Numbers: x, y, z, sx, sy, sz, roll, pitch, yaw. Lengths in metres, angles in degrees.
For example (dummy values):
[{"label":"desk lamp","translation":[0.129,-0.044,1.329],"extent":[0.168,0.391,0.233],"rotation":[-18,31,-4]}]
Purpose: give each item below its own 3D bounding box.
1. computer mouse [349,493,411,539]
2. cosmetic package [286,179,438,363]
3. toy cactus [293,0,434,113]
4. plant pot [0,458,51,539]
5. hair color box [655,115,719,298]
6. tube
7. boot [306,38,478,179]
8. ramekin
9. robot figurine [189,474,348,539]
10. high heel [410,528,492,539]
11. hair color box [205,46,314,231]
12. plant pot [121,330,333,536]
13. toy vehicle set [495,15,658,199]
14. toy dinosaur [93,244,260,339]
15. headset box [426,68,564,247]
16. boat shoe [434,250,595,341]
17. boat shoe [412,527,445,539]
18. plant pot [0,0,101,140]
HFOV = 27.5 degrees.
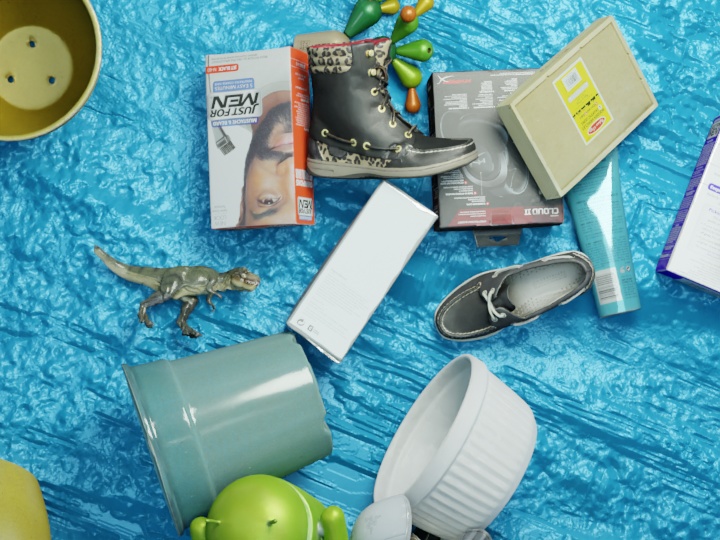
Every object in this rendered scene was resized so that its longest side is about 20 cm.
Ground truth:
[{"label":"computer mouse","translation":[0.000,0.304,1.597],"extent":[0.043,0.201,0.110],"rotation":[12,48,-17]},{"label":"cosmetic package","translation":[0.000,0.000,1.692],"extent":[0.081,0.113,0.201],"rotation":[36,89,-1]},{"label":"toy cactus","translation":[0.003,-0.252,1.716],"extent":[0.163,0.102,0.202],"rotation":[3,98,8]},{"label":"plant pot","translation":[-0.426,0.292,1.643],"extent":[0.198,0.201,0.143],"rotation":[12,59,-2]},{"label":"hair color box","translation":[0.437,-0.072,1.734],"extent":[0.108,0.065,0.202],"rotation":[22,89,-1]},{"label":"tube","translation":[0.285,-0.047,1.738],"extent":[0.077,0.050,0.202],"rotation":[-11,85,-2]},{"label":"boot","translation":[0.029,-0.181,1.644],"extent":[0.198,0.073,0.152],"rotation":[0,103,19]},{"label":"ramekin","translation":[0.111,0.205,1.652],"extent":[0.105,0.200,0.201],"rotation":[32,87,-10]},{"label":"robot figurine","translation":[-0.094,0.284,1.573],"extent":[0.174,0.200,0.117],"rotation":[-5,69,15]},{"label":"high heel","translation":[0.037,0.343,1.576],"extent":[0.199,0.142,0.072],"rotation":[-26,100,38]},{"label":"hair color box","translation":[-0.116,-0.150,1.699],"extent":[0.110,0.064,0.202],"rotation":[-3,89,19]},{"label":"plant pot","translation":[-0.144,0.168,1.649],"extent":[0.194,0.200,0.202],"rotation":[-19,89,-10]},{"label":"toy vehicle set","translation":[0.251,-0.188,1.688],"extent":[0.200,0.026,0.125],"rotation":[-41,109,-29]},{"label":"toy dinosaur","translation":[-0.218,0.028,1.715],"extent":[0.198,0.048,0.089],"rotation":[8,74,-2]},{"label":"headset box","translation":[0.156,-0.129,1.718],"extent":[0.147,0.077,0.202],"rotation":[-3,89,-2]},{"label":"boat shoe","translation":[0.177,0.031,1.709],"extent":[0.198,0.060,0.075],"rotation":[-18,90,10]},{"label":"boat shoe","translation":[0.028,0.365,1.701],"extent":[0.066,0.075,0.200],"rotation":[30,97,-13]},{"label":"plant pot","translation":[-0.382,-0.240,1.660],"extent":[0.198,0.142,0.202],"rotation":[0,89,-2]}]
